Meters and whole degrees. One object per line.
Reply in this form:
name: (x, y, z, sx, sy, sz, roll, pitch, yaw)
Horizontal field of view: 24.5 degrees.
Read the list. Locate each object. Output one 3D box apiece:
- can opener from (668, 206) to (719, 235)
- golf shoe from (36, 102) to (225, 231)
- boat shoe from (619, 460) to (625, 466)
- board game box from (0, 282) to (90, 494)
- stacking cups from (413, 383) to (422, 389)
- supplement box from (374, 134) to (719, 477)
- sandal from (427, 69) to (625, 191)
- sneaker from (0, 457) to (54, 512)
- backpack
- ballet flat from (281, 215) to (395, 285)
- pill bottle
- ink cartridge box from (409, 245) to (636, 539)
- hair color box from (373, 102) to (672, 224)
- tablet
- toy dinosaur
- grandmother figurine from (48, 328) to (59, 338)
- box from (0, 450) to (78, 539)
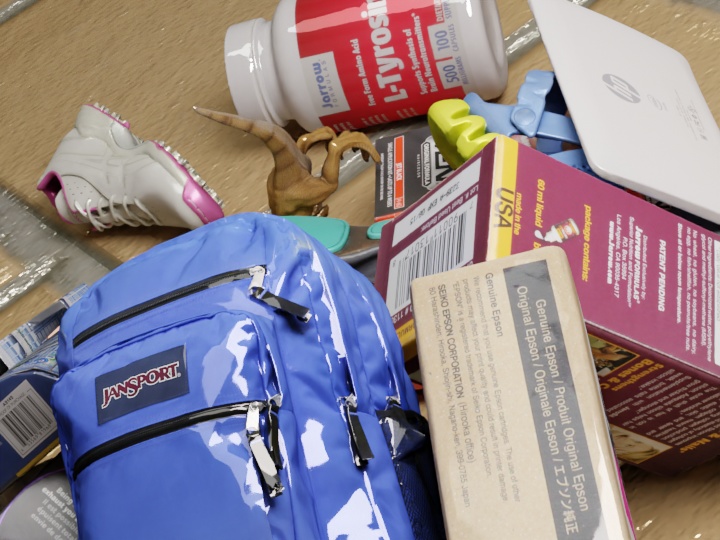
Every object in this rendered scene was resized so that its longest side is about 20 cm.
can opener: (0.211, 0.028, 0.940, 0.066, 0.053, 0.201, -17, 35, 4)
golf shoe: (-0.174, -0.057, 1.249, 0.092, 0.075, 0.200, -48, 39, -10)
boat shoe: (0.103, 0.082, 0.914, 0.200, 0.065, 0.072, -37, 36, -23)
board game box: (-0.190, 0.074, 0.912, 0.200, 0.062, 0.200, -40, 5, 22)
stacking cups: (-0.040, 0.058, 1.035, 0.198, 0.061, 0.061, -5, 38, 15)
supplement box: (0.117, 0.024, 0.839, 0.110, 0.199, 0.086, -36, 39, 50)
sandal: (0.127, -0.055, 0.999, 0.087, 0.080, 0.200, -37, 62, -7)
sneaker: (-0.123, 0.123, 0.973, 0.200, 0.074, 0.080, -38, 43, 1)
backpack: (-0.050, 0.076, 0.733, 0.161, 0.168, 0.201, -18, 63, 12)
ballet flat: (0.000, 0.000, 0.992, 0.198, 0.073, 0.073, -4, 38, 12)
pill bottle: (0.004, -0.165, 1.249, 0.198, 0.113, 0.113, -12, 36, 14)
ink cartridge box: (0.084, 0.116, 0.739, 0.075, 0.201, 0.166, -14, 51, 6)
hair color box: (0.111, -0.063, 1.104, 0.198, 0.062, 0.102, -13, 36, 10)
tablet: (0.175, -0.101, 1.026, 0.014, 0.129, 0.201, -57, 26, 31)
toy dinosaur: (-0.042, -0.060, 1.083, 0.060, 0.201, 0.106, 34, 63, 23)
grandmother figurine: (-0.204, 0.055, 1.121, 0.199, 0.061, 0.121, -20, 8, 6)
box: (-0.082, 0.117, 0.875, 0.122, 0.106, 0.200, 40, 69, 10)
